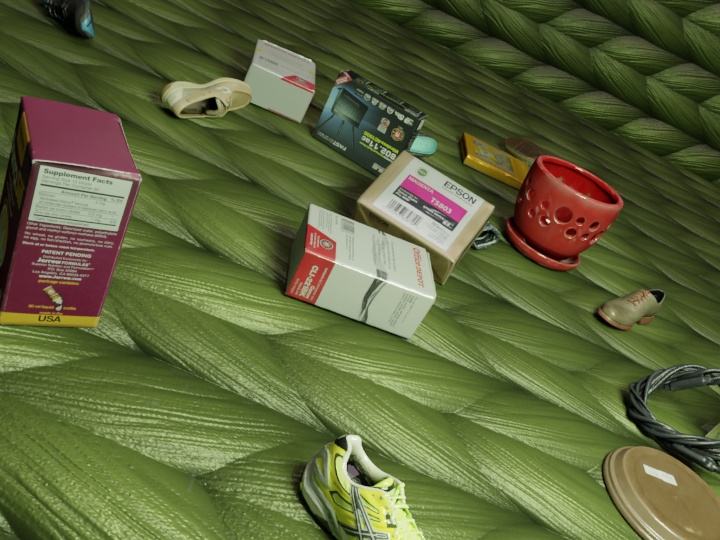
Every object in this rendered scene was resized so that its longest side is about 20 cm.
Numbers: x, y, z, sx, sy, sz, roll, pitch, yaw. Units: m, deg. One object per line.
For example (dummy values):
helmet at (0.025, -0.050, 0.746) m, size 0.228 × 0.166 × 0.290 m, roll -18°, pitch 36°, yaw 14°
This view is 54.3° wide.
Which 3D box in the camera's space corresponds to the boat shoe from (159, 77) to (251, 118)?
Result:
boat shoe at (-0.277, -0.316, 1.322) m, size 0.200 × 0.072 × 0.065 m, roll -17°, pitch 60°, yaw -49°

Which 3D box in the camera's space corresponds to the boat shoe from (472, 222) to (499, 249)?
boat shoe at (0.185, -0.091, 1.346) m, size 0.200 × 0.071 × 0.091 m, roll 2°, pitch 35°, yaw -42°

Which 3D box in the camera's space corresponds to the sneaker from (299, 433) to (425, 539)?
sneaker at (0.020, 0.244, 0.665) m, size 0.200 × 0.077 × 0.075 m, roll 44°, pitch 31°, yaw 22°

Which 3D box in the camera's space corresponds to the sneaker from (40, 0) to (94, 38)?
sneaker at (-0.579, -0.510, 1.388) m, size 0.082 × 0.073 × 0.200 m, roll -12°, pitch 40°, yaw -27°

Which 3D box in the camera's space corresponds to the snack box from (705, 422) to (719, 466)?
snack box at (0.622, 0.237, 1.060) m, size 0.037 × 0.200 × 0.116 m, roll 23°, pitch 29°, yaw -15°

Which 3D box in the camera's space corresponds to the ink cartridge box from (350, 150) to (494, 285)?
ink cartridge box at (0.108, -0.096, 1.228) m, size 0.200 × 0.075 × 0.165 m, roll 33°, pitch 56°, yaw 10°

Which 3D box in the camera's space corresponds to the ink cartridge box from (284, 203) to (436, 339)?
ink cartridge box at (0.000, 0.000, 1.031) m, size 0.199 × 0.084 × 0.144 m, roll 20°, pitch 29°, yaw -12°

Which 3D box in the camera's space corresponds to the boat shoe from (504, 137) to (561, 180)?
boat shoe at (0.486, -0.305, 1.972) m, size 0.200 × 0.063 × 0.073 m, roll 38°, pitch 56°, yaw 22°

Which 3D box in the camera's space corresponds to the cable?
cable at (0.514, 0.209, 1.083) m, size 0.163 × 0.051 × 0.200 m, roll -46°, pitch 47°, yaw -18°

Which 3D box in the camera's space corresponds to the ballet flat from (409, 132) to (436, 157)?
ballet flat at (0.076, -0.296, 1.599) m, size 0.199 × 0.073 × 0.073 m, roll 8°, pitch 34°, yaw -21°

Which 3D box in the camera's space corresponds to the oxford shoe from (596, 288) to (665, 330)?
oxford shoe at (0.537, 0.066, 1.391) m, size 0.200 × 0.075 × 0.070 m, roll -7°, pitch 45°, yaw -46°

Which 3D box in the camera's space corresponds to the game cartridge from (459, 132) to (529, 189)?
game cartridge at (0.357, -0.284, 1.845) m, size 0.200 × 0.032 × 0.176 m, roll 22°, pitch 30°, yaw -9°

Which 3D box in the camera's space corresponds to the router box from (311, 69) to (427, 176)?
router box at (0.017, -0.301, 1.459) m, size 0.200 × 0.150 × 0.062 m, roll 32°, pitch 29°, yaw 9°

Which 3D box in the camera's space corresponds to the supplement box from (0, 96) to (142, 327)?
supplement box at (-0.313, -0.056, 0.734) m, size 0.103 × 0.200 × 0.131 m, roll 6°, pitch 34°, yaw -34°

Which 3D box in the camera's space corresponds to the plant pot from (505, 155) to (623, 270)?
plant pot at (0.411, -0.116, 1.465) m, size 0.200 × 0.183 × 0.201 m, roll 21°, pitch 30°, yaw -13°

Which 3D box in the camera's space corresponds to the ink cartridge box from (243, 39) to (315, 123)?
ink cartridge box at (-0.179, -0.423, 1.555) m, size 0.145 × 0.084 × 0.200 m, roll 20°, pitch 30°, yaw -15°

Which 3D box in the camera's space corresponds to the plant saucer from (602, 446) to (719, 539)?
plant saucer at (0.422, 0.313, 0.949) m, size 0.200 × 0.030 × 0.200 m, roll 20°, pitch 30°, yaw -12°
